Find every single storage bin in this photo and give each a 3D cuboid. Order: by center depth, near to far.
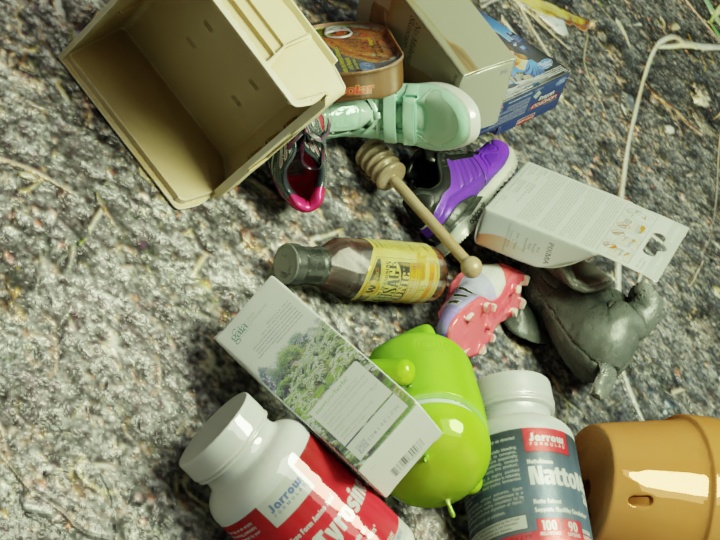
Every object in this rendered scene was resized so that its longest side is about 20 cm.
[{"bbox_3d":[-0.145,-0.186,1.532,0.199,0.200,0.094,52,42,-2],"label":"storage bin"}]

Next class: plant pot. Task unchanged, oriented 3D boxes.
[{"bbox_3d":[0.287,0.236,1.685,0.139,0.200,0.202,14,52,-17],"label":"plant pot"}]

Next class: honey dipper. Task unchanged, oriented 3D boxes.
[{"bbox_3d":[0.062,-0.062,1.722,0.038,0.038,0.200,-2,44,-44],"label":"honey dipper"}]

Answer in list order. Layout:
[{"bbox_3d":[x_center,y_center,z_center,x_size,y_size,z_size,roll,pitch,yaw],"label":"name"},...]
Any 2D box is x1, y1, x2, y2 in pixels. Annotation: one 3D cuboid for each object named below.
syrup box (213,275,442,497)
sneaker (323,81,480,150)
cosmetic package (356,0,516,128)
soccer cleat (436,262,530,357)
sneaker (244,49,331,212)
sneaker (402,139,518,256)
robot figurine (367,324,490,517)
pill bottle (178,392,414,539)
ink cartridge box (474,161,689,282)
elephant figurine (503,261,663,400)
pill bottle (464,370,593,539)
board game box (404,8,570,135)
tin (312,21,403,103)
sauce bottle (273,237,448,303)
[{"bbox_3d":[-0.030,0.101,1.459,0.200,0.079,0.082,39,-7,31],"label":"syrup box"},{"bbox_3d":[0.020,-0.153,1.707,0.118,0.199,0.075,-26,122,-46],"label":"sneaker"},{"bbox_3d":[0.078,-0.251,1.781,0.071,0.106,0.201,-20,57,-24],"label":"cosmetic package"},{"bbox_3d":[0.112,0.039,1.716,0.200,0.076,0.067,-34,133,-58],"label":"soccer cleat"},{"bbox_3d":[-0.063,-0.152,1.604,0.075,0.080,0.201,-113,-172,-54],"label":"sneaker"},{"bbox_3d":[0.104,-0.107,1.823,0.099,0.070,0.200,41,40,-5],"label":"sneaker"},{"bbox_3d":[0.060,0.139,1.551,0.201,0.115,0.176,-101,165,-55],"label":"robot figurine"},{"bbox_3d":[-0.057,0.203,1.421,0.200,0.112,0.113,44,41,-11],"label":"pill bottle"},{"bbox_3d":[0.240,-0.040,1.784,0.199,0.051,0.162,25,30,13],"label":"ink cartridge box"},{"bbox_3d":[0.221,0.027,1.821,0.200,0.155,0.142,41,84,0],"label":"elephant figurine"},{"bbox_3d":[0.158,0.207,1.621,0.119,0.119,0.202,17,53,-36],"label":"pill bottle"},{"bbox_3d":[0.101,-0.239,1.889,0.199,0.062,0.200,-26,61,-34],"label":"board game box"},{"bbox_3d":[-0.017,-0.219,1.723,0.111,0.042,0.200,-2,23,-7],"label":"tin"},{"bbox_3d":[0.000,0.000,1.655,0.199,0.066,0.067,1,62,-41],"label":"sauce bottle"}]
